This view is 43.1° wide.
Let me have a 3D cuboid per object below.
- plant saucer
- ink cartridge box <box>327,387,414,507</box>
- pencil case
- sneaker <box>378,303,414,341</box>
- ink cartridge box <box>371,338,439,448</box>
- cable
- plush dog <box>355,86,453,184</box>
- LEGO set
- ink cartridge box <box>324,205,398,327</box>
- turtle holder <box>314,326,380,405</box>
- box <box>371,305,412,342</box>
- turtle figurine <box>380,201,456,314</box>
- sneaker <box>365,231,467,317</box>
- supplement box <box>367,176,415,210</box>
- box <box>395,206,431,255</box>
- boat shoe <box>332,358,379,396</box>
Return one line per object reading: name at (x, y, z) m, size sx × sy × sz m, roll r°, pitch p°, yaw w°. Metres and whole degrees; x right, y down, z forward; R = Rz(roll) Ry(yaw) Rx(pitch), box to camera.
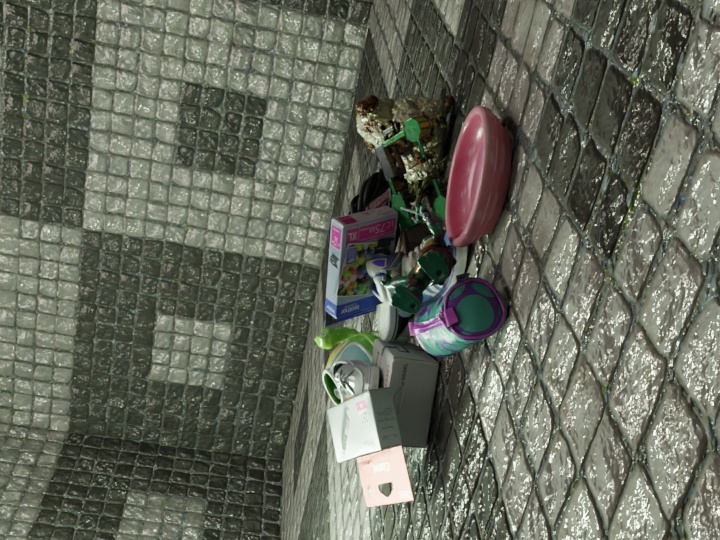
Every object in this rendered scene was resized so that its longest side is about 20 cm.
plant saucer at (0.171, -0.132, 1.315) m, size 0.200 × 0.050 × 0.204 m, roll -172°, pitch 90°, yaw -82°
ink cartridge box at (0.012, 0.293, 1.473) m, size 0.200 × 0.043 × 0.177 m, roll 142°, pitch 119°, yaw -63°
pencil case at (0.130, 0.066, 1.246) m, size 0.200 × 0.091 × 0.087 m, roll 123°, pitch 141°, yaw -75°
sneaker at (0.076, 0.059, 1.685) m, size 0.201 × 0.078 × 0.079 m, roll -90°, pitch 17°, yaw -54°
ink cartridge box at (0.067, 0.208, 1.572) m, size 0.200 × 0.083 × 0.149 m, roll -148°, pitch 66°, yaw -80°
cable at (0.024, -0.095, 1.587) m, size 0.163 × 0.050 × 0.203 m, roll 23°, pitch -96°, yaw -59°
plush dog at (0.072, -0.271, 1.684) m, size 0.201 × 0.169 × 0.163 m, roll 68°, pitch -143°, yaw -59°
LEGO set at (0.118, -0.164, 1.506) m, size 0.153 × 0.115 × 0.202 m, roll -35°, pitch 79°, yaw 48°
ink cartridge box at (0.000, 0.000, 1.520) m, size 0.042 × 0.118 × 0.203 m, roll 35°, pitch 129°, yaw 41°
turtle holder at (-0.008, 0.185, 1.770) m, size 0.188 × 0.130 × 0.141 m, roll 66°, pitch 157°, yaw 3°
box at (0.063, 0.089, 1.863) m, size 0.200 × 0.047 × 0.161 m, roll 115°, pitch 162°, yaw -65°
turtle figurine at (0.091, -0.020, 1.329) m, size 0.201 × 0.099 × 0.152 m, roll -79°, pitch 7°, yaw -67°
sneaker at (0.083, -0.006, 1.459) m, size 0.201 × 0.144 × 0.082 m, roll 107°, pitch 169°, yaw -54°
supplement box at (0.066, -0.110, 1.889) m, size 0.109 × 0.060 × 0.202 m, roll -38°, pitch 37°, yaw 40°
box at (0.098, -0.025, 1.658) m, size 0.201 × 0.074 × 0.101 m, roll -97°, pitch 17°, yaw -57°
boat shoe at (-0.011, 0.188, 1.594) m, size 0.200 × 0.067 × 0.073 m, roll -134°, pitch 52°, yaw -77°
